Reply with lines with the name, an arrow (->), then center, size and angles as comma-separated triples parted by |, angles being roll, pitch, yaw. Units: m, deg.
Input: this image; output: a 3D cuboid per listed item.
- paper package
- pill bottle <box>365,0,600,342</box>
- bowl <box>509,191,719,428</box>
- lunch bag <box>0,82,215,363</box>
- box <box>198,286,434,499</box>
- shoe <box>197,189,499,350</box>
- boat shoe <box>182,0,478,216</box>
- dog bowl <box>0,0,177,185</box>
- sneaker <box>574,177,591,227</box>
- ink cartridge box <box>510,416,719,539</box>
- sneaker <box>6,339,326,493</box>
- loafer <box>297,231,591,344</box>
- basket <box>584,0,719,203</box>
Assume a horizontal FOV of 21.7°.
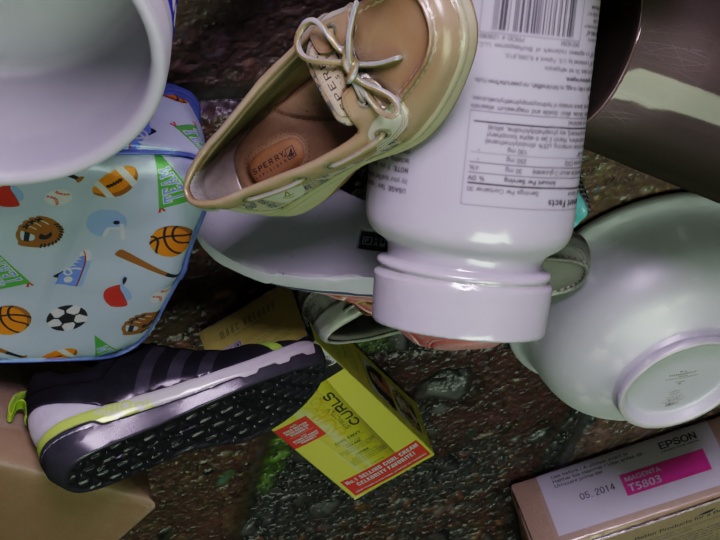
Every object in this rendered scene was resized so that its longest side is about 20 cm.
paper package -> -0.263, 0.134, 1.186 | 0.199, 0.104, 0.190 | 20, 129, -42
pill bottle -> 0.062, -0.069, 0.987 | 0.112, 0.113, 0.202 | 3, 98, -27
bowl -> 0.208, 0.045, 1.303 | 0.199, 0.091, 0.202 | -12, 142, -10
lunch bag -> -0.174, -0.030, 1.047 | 0.159, 0.076, 0.201 | 2, 139, -23
box -> -0.026, 0.085, 1.277 | 0.075, 0.050, 0.200 | -29, 142, 11
shoe -> 0.000, 0.000, 1.122 | 0.198, 0.072, 0.091 | 9, 153, 12
boat shoe -> -0.016, -0.081, 0.937 | 0.062, 0.074, 0.200 | -12, 159, -42
dog bowl -> -0.182, -0.132, 0.860 | 0.198, 0.079, 0.201 | 3, 143, 2
sneaker -> 0.070, -0.078, 1.083 | 0.199, 0.092, 0.078 | 22, 126, -42
ink cartridge box -> 0.229, 0.214, 1.537 | 0.198, 0.075, 0.165 | -17, 142, -4
sneaker -> -0.116, 0.064, 1.141 | 0.199, 0.083, 0.072 | -16, 148, -27
loafer -> 0.058, 0.013, 1.207 | 0.198, 0.070, 0.070 | -8, 143, -13
basket -> 0.203, -0.106, 1.073 | 0.199, 0.180, 0.137 | 15, 91, -26
